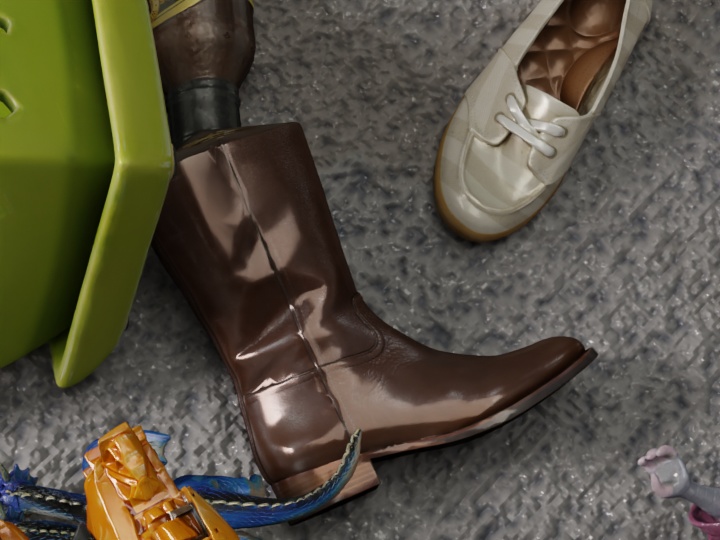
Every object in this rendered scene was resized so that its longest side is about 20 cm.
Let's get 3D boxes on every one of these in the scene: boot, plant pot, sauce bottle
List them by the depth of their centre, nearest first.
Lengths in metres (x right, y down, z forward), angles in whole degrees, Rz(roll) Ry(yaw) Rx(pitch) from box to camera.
[{"bbox_3d":[-0.194,-0.062,1.157,0.180,0.200,0.200,1,51,-18],"label":"plant pot"},{"bbox_3d":[0.000,0.000,1.222,0.186,0.064,0.201,-24,83,-16],"label":"boot"},{"bbox_3d":[-0.087,-0.141,1.296,0.064,0.065,0.201,-3,67,-11],"label":"sauce bottle"}]

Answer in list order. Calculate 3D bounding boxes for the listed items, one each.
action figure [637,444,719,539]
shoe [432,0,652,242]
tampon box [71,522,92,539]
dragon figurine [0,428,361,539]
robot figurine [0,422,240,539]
[{"bbox_3d":[0.218,0.141,1.170,0.149,0.199,0.135,8,66,-52],"label":"action figure"},{"bbox_3d":[0.099,-0.102,1.313,0.070,0.053,0.201,29,64,6],"label":"shoe"},{"bbox_3d":[-0.061,0.224,1.078,0.199,0.150,0.127,24,64,3],"label":"tampon box"},{"bbox_3d":[-0.096,0.111,1.134,0.099,0.199,0.059,25,58,-40],"label":"dragon figurine"},{"bbox_3d":[-0.083,0.169,0.984,0.144,0.058,0.201,-28,71,-17],"label":"robot figurine"}]
